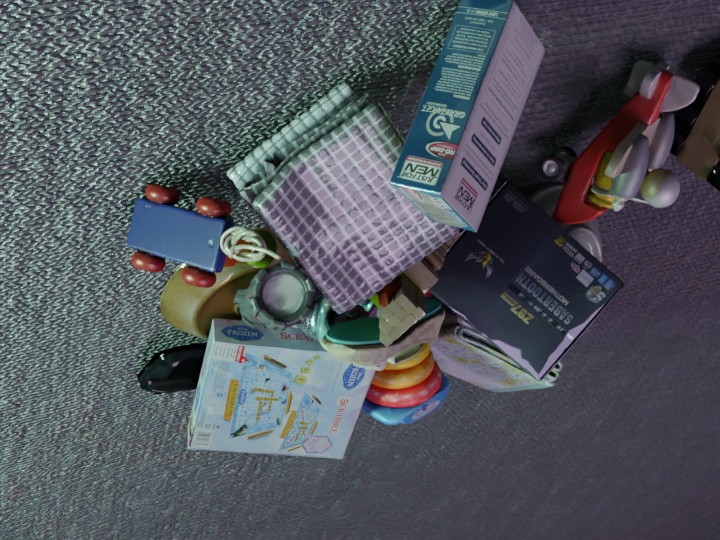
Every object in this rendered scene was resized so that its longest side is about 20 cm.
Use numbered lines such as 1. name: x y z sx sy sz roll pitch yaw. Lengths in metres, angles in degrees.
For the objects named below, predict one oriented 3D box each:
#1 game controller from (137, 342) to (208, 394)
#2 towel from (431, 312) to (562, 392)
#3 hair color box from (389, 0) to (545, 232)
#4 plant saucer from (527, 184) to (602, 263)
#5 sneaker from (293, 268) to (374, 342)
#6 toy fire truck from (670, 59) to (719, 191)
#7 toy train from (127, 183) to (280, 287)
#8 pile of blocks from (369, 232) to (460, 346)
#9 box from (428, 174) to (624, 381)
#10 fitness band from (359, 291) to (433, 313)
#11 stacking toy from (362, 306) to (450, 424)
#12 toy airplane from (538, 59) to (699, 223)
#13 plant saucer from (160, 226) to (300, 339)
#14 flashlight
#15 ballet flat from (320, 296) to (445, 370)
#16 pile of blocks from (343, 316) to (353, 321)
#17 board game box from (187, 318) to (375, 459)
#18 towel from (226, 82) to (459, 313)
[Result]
1. game controller: -0.172 0.112 1.545 0.199 0.042 0.105 -5 147 -34
2. towel: 0.152 0.107 1.661 0.170 0.049 0.200 27 162 -19
3. hair color box: 0.105 -0.151 1.207 0.100 0.060 0.202 37 72 -56
4. plant saucer: 0.252 -0.005 1.571 0.199 0.050 0.202 -11 106 -43
5. sneaker: 0.000 0.000 1.425 0.200 0.086 0.078 -49 152 1
6. toy fire truck: 0.487 -0.207 1.513 0.200 0.128 0.176 -43 162 -22
7. toy train: -0.122 -0.023 1.230 0.115 0.199 0.085 8 96 -56
8. pile of blocks: 0.047 -0.006 1.386 0.062 0.201 0.082 44 132 -15
9. box: 0.188 0.010 1.487 0.200 0.051 0.158 40 97 -14
10. fitness band: 0.057 -0.009 1.549 0.143 0.038 0.201 -13 150 -28
11. stacking toy: 0.043 0.077 1.529 0.116 0.109 0.201 -28 131 -33
12. toy airplane: 0.317 -0.138 1.431 0.200 0.141 0.199 -42 173 -18
13. plant saucer: -0.131 0.026 1.448 0.199 0.036 0.201 -20 151 -12
14. flashlight: -0.089 0.033 1.306 0.067 0.068 0.200 -24 177 -9
15. ballet flat: 0.031 0.082 1.411 0.199 0.067 0.063 -17 120 -47
16. pile of blocks: -0.035 0.102 1.627 0.199 0.063 0.082 -34 -159 -26
17. board game box: -0.095 0.145 1.503 0.198 0.041 0.201 6 134 -14
18. towel: -0.011 -0.068 1.266 0.165 0.086 0.200 -35 127 6
